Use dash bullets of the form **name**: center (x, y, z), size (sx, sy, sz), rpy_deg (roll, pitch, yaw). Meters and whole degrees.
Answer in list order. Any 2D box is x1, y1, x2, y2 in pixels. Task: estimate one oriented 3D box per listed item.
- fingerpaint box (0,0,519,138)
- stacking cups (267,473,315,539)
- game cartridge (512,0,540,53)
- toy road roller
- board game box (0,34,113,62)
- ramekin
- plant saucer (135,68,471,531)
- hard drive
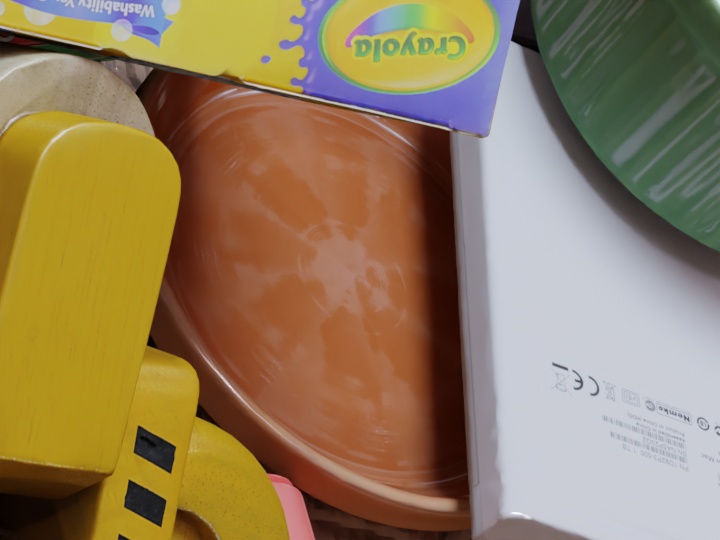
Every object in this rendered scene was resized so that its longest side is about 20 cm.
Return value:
- **fingerpaint box**: center (-0.077, -0.100, 0.729), size (0.200, 0.167, 0.073), rpy_deg (10, 95, -27)
- **stacking cups**: center (-0.015, 0.159, 0.760), size (0.060, 0.061, 0.200), rpy_deg (5, 52, -29)
- **game cartridge**: center (0.073, -0.130, 1.001), size (0.200, 0.038, 0.130), rpy_deg (11, 51, -27)
- **toy road roller**: center (-0.090, 0.040, 0.711), size (0.146, 0.123, 0.200), rpy_deg (9, 94, -43)
- **board game box**: center (-0.151, -0.125, 0.800), size (0.200, 0.135, 0.029), rpy_deg (-9, 20, -23)
- **ramekin**: center (0.158, -0.097, 0.911), size (0.200, 0.098, 0.200), rpy_deg (17, 53, -24)
- **plant saucer**: center (0.000, 0.000, 0.878), size (0.200, 0.032, 0.201), rpy_deg (22, 47, -26)
- **hard drive**: center (0.093, 0.021, 0.885), size (0.132, 0.026, 0.200), rpy_deg (21, 48, -27)
